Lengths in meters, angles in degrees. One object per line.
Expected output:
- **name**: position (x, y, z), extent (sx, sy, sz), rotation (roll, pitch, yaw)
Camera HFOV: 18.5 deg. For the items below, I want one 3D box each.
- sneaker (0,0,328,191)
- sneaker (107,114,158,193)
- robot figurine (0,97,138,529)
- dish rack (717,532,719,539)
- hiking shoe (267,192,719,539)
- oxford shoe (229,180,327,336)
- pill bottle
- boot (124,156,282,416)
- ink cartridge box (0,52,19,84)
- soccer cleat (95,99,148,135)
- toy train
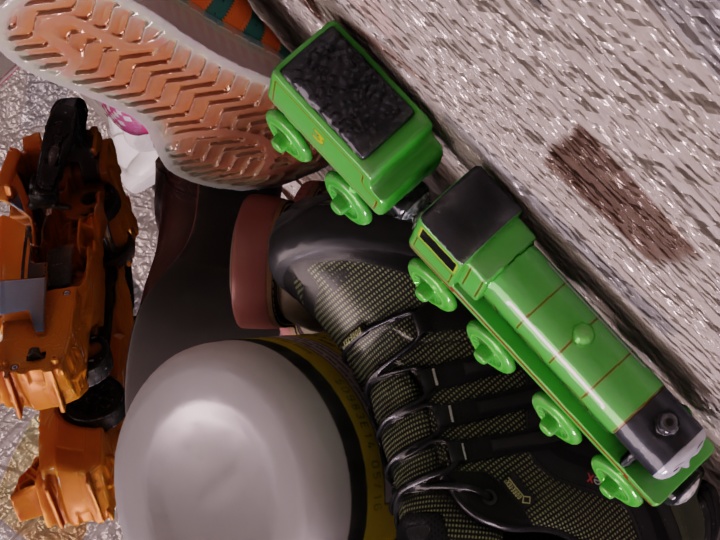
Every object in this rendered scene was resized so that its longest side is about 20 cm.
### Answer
- **sneaker**: position (-0.069, -0.096, 0.827), extent (0.200, 0.071, 0.081), rotation (34, -140, -56)
- **sneaker**: position (-0.120, -0.105, 1.252), extent (0.089, 0.075, 0.200), rotation (58, 171, 7)
- **robot figurine**: position (-0.138, 0.013, 1.028), extent (0.201, 0.058, 0.146), rotation (-94, -6, -50)
- **dish rack**: position (0.101, 0.158, 0.817), extent (0.172, 0.199, 0.044), rotation (46, 139, 19)
- **hiking shoe**: position (0.036, 0.057, 0.786), extent (0.200, 0.101, 0.076), rotation (41, 142, 1)
- **oxford shoe**: position (0.000, 0.000, 0.953), extent (0.074, 0.071, 0.200), rotation (4, -174, 11)
- **pill bottle**: position (0.005, 0.080, 0.897), extent (0.199, 0.113, 0.112), rotation (-3, -141, -51)
- **boot**: position (-0.081, -0.007, 1.070), extent (0.064, 0.188, 0.200), rotation (17, 179, -13)
- **ink cartridge box**: position (-0.196, -0.106, 1.001), extent (0.176, 0.200, 0.045), rotation (42, 175, 42)
- **soccer cleat**: position (-0.123, -0.106, 1.025), extent (0.086, 0.070, 0.200), rotation (18, -178, -11)
- **toy train**: position (0.042, -0.002, 0.725), extent (0.200, 0.042, 0.056), rotation (46, 165, 7)
